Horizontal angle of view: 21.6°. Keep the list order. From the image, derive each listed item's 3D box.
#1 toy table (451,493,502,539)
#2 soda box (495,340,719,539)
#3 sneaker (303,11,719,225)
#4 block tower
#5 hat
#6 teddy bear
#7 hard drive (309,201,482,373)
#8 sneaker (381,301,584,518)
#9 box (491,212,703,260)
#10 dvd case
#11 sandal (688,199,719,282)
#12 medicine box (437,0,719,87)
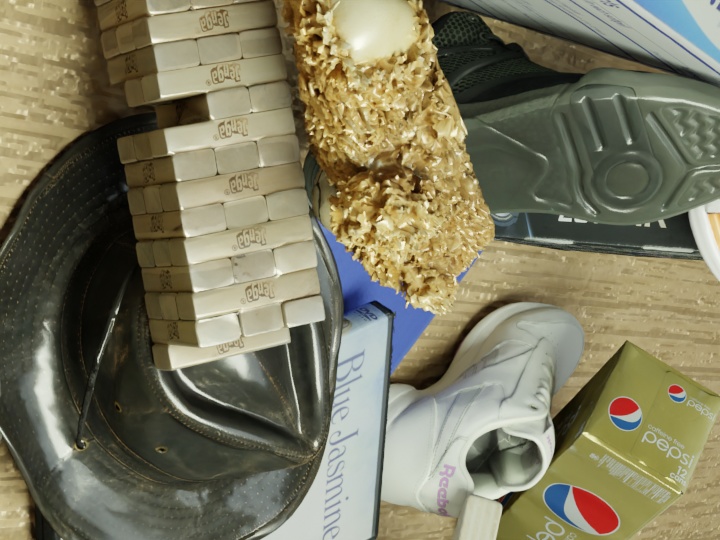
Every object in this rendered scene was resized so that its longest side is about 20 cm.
[{"bbox_3d":[0.030,0.214,0.925,0.117,0.199,0.185,106,-10,-51],"label":"toy table"},{"bbox_3d":[0.127,0.119,1.063,0.068,0.064,0.200,-59,-179,-31],"label":"soda box"},{"bbox_3d":[0.080,-0.074,0.845,0.114,0.198,0.077,-72,151,-49],"label":"sneaker"},{"bbox_3d":[-0.061,-0.066,0.708,0.054,0.058,0.201,-11,95,-26],"label":"block tower"},{"bbox_3d":[-0.058,0.035,0.782,0.200,0.081,0.202,-5,98,-41],"label":"hat"},{"bbox_3d":[0.000,-0.063,0.704,0.066,0.146,0.200,-20,164,2],"label":"teddy bear"},{"bbox_3d":[0.000,0.000,0.942,0.200,0.025,0.132,-52,144,-24],"label":"hard drive"},{"bbox_3d":[0.079,0.083,1.036,0.200,0.099,0.075,-33,131,-45],"label":"sneaker"},{"bbox_3d":[0.157,-0.030,0.997,0.200,0.159,0.044,5,90,-66],"label":"box"},{"bbox_3d":[-0.064,0.109,0.881,0.199,0.018,0.143,-24,131,-36],"label":"dvd case"},{"bbox_3d":[0.191,-0.084,0.838,0.079,0.059,0.208,-5,97,-29],"label":"sandal"},{"bbox_3d":[0.065,-0.166,0.784,0.182,0.199,0.103,17,94,-57],"label":"medicine box"}]
